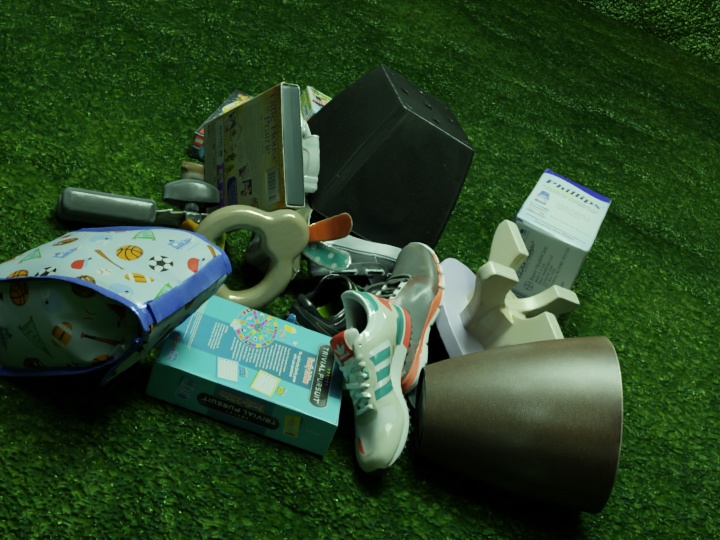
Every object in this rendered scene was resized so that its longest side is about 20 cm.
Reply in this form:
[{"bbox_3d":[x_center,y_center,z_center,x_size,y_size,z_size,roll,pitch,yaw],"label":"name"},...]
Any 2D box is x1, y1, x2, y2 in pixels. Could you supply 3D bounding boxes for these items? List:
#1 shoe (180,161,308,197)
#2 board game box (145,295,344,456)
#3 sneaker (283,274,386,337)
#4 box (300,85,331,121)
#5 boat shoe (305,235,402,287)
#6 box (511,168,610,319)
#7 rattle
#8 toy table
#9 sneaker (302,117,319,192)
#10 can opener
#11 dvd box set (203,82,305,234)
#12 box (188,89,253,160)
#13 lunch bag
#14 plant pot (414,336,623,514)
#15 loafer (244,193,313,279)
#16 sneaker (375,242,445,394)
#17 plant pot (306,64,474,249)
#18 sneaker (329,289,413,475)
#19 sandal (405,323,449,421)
[{"bbox_3d":[-0.158,-0.105,1.545,0.197,0.055,0.069,8,-3,-36],"label":"shoe"},{"bbox_3d":[-0.116,0.105,1.225,0.197,0.047,0.152,21,30,-6],"label":"board game box"},{"bbox_3d":[-0.012,0.045,1.361,0.071,0.084,0.198,41,33,29],"label":"sneaker"},{"bbox_3d":[-0.003,-0.207,1.789,0.198,0.035,0.111,26,26,-25],"label":"box"},{"bbox_3d":[0.000,0.000,1.463,0.071,0.069,0.199,-9,-15,33],"label":"boat shoe"},{"bbox_3d":[0.240,-0.007,1.526,0.104,0.186,0.200,26,28,10],"label":"box"},{"bbox_3d":[-0.112,-0.031,1.353,0.197,0.132,0.143,-24,3,-6],"label":"rattle"},{"bbox_3d":[0.172,0.049,1.371,0.182,0.117,0.202,4,54,-52],"label":"toy table"},{"bbox_3d":[-0.106,-0.176,1.546,0.074,0.090,0.199,3,20,-36],"label":"sneaker"},{"bbox_3d":[-0.271,-0.079,1.401,0.197,0.053,0.068,3,74,-26],"label":"can opener"},{"bbox_3d":[-0.134,-0.132,1.400,0.029,0.149,0.199,2,-9,-35],"label":"dvd box set"},{"bbox_3d":[-0.158,-0.197,1.700,0.135,0.038,0.201,24,29,0],"label":"box"},{"bbox_3d":[-0.245,0.029,1.121,0.197,0.126,0.170,-5,18,26],"label":"lunch bag"},{"bbox_3d":[0.160,0.158,1.230,0.196,0.190,0.188,5,31,-3],"label":"plant pot"},{"bbox_3d":[-0.096,-0.039,1.469,0.070,0.075,0.201,50,25,-14],"label":"loafer"},{"bbox_3d":[0.043,0.042,1.334,0.081,0.077,0.203,33,49,-31],"label":"sneaker"},{"bbox_3d":[0.041,-0.161,1.591,0.198,0.178,0.201,26,24,-29],"label":"plant pot"},{"bbox_3d":[0.001,0.112,1.202,0.093,0.070,0.203,30,51,-33],"label":"sneaker"},{"bbox_3d":[0.095,0.112,1.363,0.074,0.049,0.201,20,30,-6],"label":"sandal"}]
